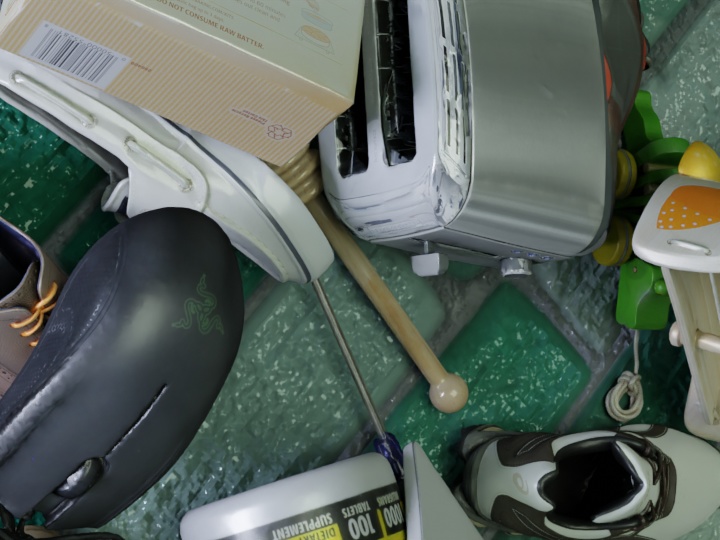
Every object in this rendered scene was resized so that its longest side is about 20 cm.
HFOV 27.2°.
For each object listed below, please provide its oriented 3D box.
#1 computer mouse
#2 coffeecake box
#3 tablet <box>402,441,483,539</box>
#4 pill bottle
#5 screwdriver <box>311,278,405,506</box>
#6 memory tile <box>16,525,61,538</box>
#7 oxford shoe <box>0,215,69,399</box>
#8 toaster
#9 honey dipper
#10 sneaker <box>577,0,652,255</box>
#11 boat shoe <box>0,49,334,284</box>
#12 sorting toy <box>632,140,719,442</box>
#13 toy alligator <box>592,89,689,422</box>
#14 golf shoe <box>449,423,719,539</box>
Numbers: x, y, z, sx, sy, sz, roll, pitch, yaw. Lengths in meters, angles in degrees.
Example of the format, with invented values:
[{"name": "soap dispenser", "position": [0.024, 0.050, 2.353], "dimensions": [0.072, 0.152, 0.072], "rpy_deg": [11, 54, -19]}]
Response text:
[{"name": "computer mouse", "position": [-0.110, 0.069, 0.677], "dimensions": [0.138, 0.053, 0.201], "rpy_deg": [26, 94, -38]}, {"name": "coffeecake box", "position": [-0.074, -0.175, 0.709], "dimensions": [0.152, 0.073, 0.202], "rpy_deg": [21, 59, -26]}, {"name": "tablet", "position": [0.068, 0.194, 0.769], "dimensions": [0.131, 0.014, 0.201], "rpy_deg": [-91, 155, -46]}, {"name": "pill bottle", "position": [-0.010, 0.201, 0.729], "dimensions": [0.111, 0.112, 0.202], "rpy_deg": [-14, 82, -27]}, {"name": "screwdriver", "position": [0.005, 0.076, 0.813], "dimensions": [0.028, 0.029, 0.202], "rpy_deg": [-29, 99, -25]}, {"name": "memory tile", "position": [-0.185, 0.238, 0.711], "dimensions": [0.152, 0.017, 0.202], "rpy_deg": [-18, 98, -27]}, {"name": "oxford shoe", "position": [-0.157, 0.029, 0.697], "dimensions": [0.200, 0.073, 0.072], "rpy_deg": [44, 70, -21]}, {"name": "toaster", "position": [0.052, -0.097, 0.775], "dimensions": [0.128, 0.113, 0.203], "rpy_deg": [2, 84, -42]}, {"name": "honey dipper", "position": [0.000, 0.000, 0.807], "dimensions": [0.038, 0.038, 0.201], "rpy_deg": [-44, 113, -21]}, {"name": "sneaker", "position": [0.140, -0.110, 0.858], "dimensions": [0.081, 0.077, 0.203], "rpy_deg": [-1, 90, -31]}, {"name": "boat shoe", "position": [-0.101, -0.051, 0.731], "dimensions": [0.200, 0.072, 0.066], "rpy_deg": [43, 75, -20]}, {"name": "sorting toy", "position": [0.260, 0.016, 0.811], "dimensions": [0.108, 0.178, 0.201], "rpy_deg": [-66, 150, -25]}, {"name": "toy alligator", "position": [0.175, -0.009, 0.886], "dimensions": [0.059, 0.054, 0.203], "rpy_deg": [3, 88, -27]}, {"name": "golf shoe", "position": [0.150, 0.128, 0.850], "dimensions": [0.198, 0.094, 0.079], "rpy_deg": [2, 87, -30]}]
